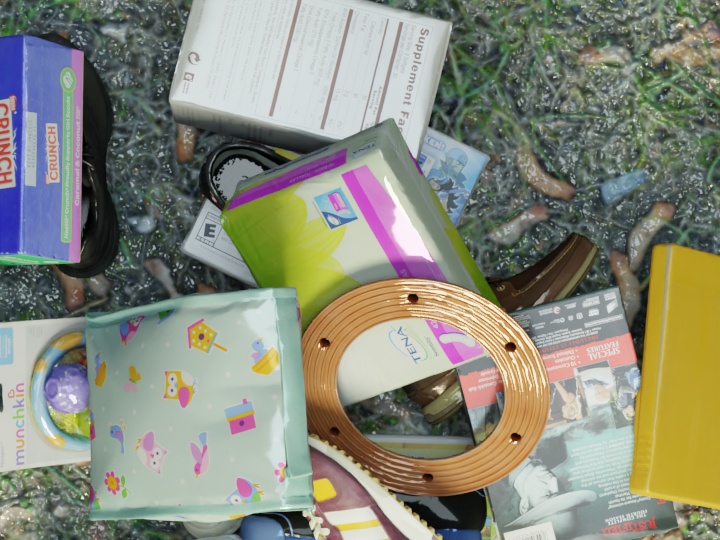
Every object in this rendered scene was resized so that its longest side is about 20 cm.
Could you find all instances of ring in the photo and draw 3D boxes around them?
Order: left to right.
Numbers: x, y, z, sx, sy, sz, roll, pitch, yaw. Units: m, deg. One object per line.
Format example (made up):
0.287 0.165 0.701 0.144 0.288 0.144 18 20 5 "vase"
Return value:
0.047 0.088 1.644 0.200 0.019 0.201 5 122 8 "ring"

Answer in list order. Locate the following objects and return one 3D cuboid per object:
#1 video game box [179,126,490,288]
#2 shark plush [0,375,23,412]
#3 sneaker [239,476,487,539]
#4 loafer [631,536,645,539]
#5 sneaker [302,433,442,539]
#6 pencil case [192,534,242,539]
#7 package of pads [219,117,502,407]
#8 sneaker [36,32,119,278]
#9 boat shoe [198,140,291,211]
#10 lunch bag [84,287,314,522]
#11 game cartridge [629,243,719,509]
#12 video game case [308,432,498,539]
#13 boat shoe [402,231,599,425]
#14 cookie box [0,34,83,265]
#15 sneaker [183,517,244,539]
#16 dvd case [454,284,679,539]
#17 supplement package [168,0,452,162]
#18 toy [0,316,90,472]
-0.021 -0.054 1.766 0.199 0.047 0.183 26 88 -1 "video game box"
-0.289 0.088 1.691 0.200 0.083 0.091 -7 78 -40 "shark plush"
0.002 0.190 1.726 0.199 0.070 0.078 1 75 -4 "sneaker"
0.185 0.128 1.749 0.063 0.072 0.201 -12 91 -15 "loafer"
-0.009 0.206 1.650 0.200 0.075 0.090 38 75 4 "sneaker"
-0.105 0.310 1.700 0.090 0.083 0.201 -23 105 -24 "pencil case"
0.000 0.000 1.650 0.154 0.068 0.200 -21 114 24 "package of pads"
-0.234 -0.096 1.736 0.076 0.091 0.201 -12 86 -2 "sneaker"
-0.038 -0.036 1.712 0.201 0.063 0.074 31 85 -2 "boat shoe"
-0.107 0.102 1.602 0.122 0.200 0.171 3 81 -45 "lunch bag"
0.296 0.092 1.732 0.176 0.032 0.201 14 80 -33 "game cartridge"
0.019 0.226 1.765 0.199 0.023 0.183 2 87 -2 "video game case"
0.110 0.036 1.754 0.200 0.072 0.068 -44 92 -1 "boat shoe"
-0.316 -0.089 1.691 0.199 0.075 0.172 -1 86 33 "cookie box"
-0.098 0.121 1.725 0.075 0.081 0.201 24 89 25 "sneaker"
0.161 0.125 1.713 0.145 0.022 0.201 -15 92 4 "dvd case"
-0.040 -0.155 1.691 0.199 0.117 0.118 14 84 -2 "supplement package"
-0.197 0.094 1.691 0.200 0.047 0.116 -4 95 -44 "toy"
